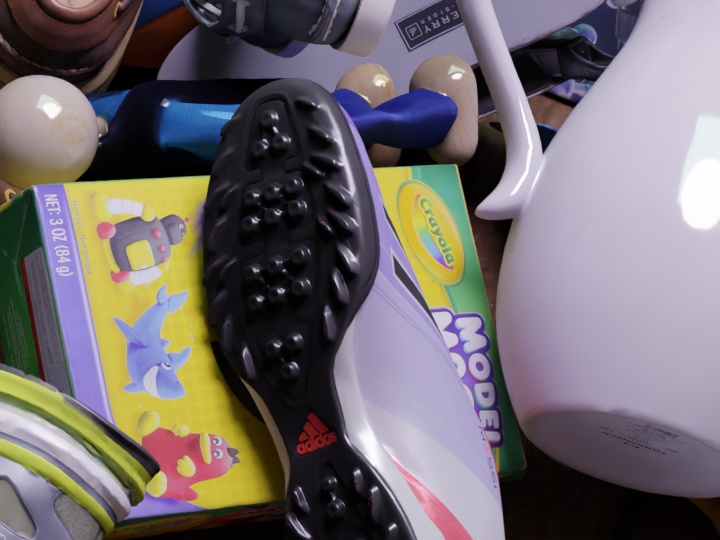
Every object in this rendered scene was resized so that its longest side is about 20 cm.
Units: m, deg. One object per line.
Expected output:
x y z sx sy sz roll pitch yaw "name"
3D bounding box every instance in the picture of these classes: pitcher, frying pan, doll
0.095 -0.036 0.991 0.171 0.121 0.200 19 70 -8 "pitcher"
0.060 -0.078 1.181 0.115 0.031 0.190 -24 9 -17 "frying pan"
-0.053 -0.048 1.013 0.136 0.049 0.200 -4 2 43 "doll"

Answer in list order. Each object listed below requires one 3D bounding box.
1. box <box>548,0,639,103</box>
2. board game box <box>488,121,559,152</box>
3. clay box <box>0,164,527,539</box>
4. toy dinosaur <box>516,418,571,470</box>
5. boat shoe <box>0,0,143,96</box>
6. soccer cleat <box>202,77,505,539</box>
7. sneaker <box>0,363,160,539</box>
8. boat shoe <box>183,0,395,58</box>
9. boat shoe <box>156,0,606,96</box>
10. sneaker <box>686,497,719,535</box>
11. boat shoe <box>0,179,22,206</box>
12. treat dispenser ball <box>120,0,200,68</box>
0.189 -0.159 1.320 0.148 0.200 0.107 23 30 11 "box"
0.140 -0.041 1.154 0.158 0.039 0.200 26 -1 -8 "board game box"
-0.023 0.025 0.973 0.200 0.048 0.115 -5 76 -34 "clay box"
0.000 0.000 1.082 0.101 0.058 0.200 -4 36 -37 "toy dinosaur"
-0.089 -0.154 1.048 0.072 0.068 0.200 20 62 -11 "boat shoe"
0.003 0.036 0.926 0.073 0.068 0.200 -4 76 -54 "soccer cleat"
-0.165 0.061 0.862 0.200 0.074 0.081 12 63 22 "sneaker"
-0.036 -0.116 1.037 0.062 0.073 0.200 13 5 -16 "boat shoe"
0.014 -0.099 1.161 0.200 0.069 0.057 -20 8 7 "boat shoe"
0.121 0.035 1.079 0.077 0.073 0.200 -9 31 -17 "sneaker"
-0.148 -0.019 1.003 0.067 0.072 0.200 11 27 -12 "boat shoe"
-0.096 -0.185 1.203 0.201 0.201 0.201 14 29 -8 "treat dispenser ball"
